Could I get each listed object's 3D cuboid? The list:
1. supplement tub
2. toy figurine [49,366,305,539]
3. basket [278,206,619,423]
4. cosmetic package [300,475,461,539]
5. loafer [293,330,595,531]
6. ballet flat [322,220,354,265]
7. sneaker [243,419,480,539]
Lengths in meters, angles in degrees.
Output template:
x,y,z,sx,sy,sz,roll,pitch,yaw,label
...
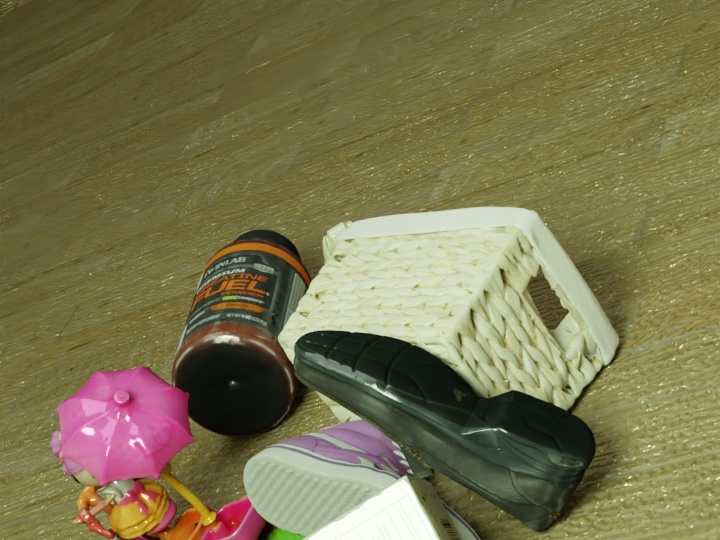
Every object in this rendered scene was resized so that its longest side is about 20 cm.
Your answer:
x,y,z,sx,sy,sz,roll,pitch,yaw,label
-0.096,0.044,1.318,0.106,0.107,0.201,-26,26,18,supplement tub
-0.155,0.153,1.101,0.198,0.185,0.151,-15,30,38,toy figurine
0.057,0.048,1.088,0.199,0.136,0.124,-2,44,50,basket
-0.025,0.215,0.901,0.199,0.106,0.071,-31,-15,7,cosmetic package
0.043,0.100,0.956,0.198,0.073,0.073,25,26,14,loafer
0.000,0.000,1.317,0.067,0.073,0.200,-33,24,2,ballet flat
0.027,0.146,1.022,0.114,0.074,0.199,-18,29,-42,sneaker
